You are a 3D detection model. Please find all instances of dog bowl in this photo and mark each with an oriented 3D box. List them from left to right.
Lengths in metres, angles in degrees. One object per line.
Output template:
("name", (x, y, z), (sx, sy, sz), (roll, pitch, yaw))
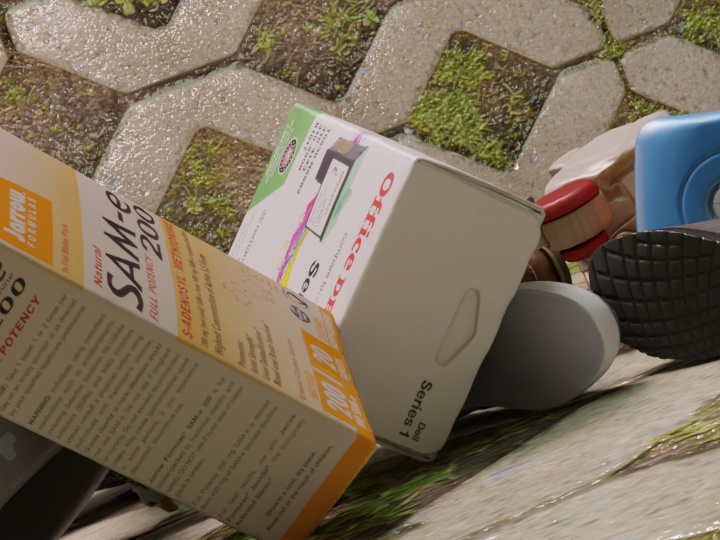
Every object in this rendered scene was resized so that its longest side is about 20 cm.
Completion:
("dog bowl", (-0.193, 0.117, 0.921), (0.200, 0.059, 0.200), (-50, -9, -10))

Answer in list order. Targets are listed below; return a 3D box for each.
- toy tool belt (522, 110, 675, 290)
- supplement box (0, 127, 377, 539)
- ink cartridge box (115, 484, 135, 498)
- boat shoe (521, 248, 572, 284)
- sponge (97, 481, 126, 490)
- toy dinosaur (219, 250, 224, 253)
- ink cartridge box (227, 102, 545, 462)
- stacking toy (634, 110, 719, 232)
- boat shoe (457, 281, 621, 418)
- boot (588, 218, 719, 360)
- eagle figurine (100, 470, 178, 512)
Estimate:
("toy tool belt", (0.177, -0.019, 1.179), (0.125, 0.123, 0.200), (-23, 9, 28))
("supplement box", (-0.099, 0.030, 0.831), (0.074, 0.200, 0.126), (-53, 25, 17))
("ink cartridge box", (-0.070, 0.107, 1.335), (0.198, 0.044, 0.200), (-23, 1, -28))
("boat shoe", (0.078, 0.037, 1.310), (0.068, 0.072, 0.200), (-23, -9, -31))
("sponge", (-0.217, 0.134, 1.348), (0.199, 0.030, 0.112), (-10, -28, -36))
("toy dinosaur", (-0.114, 0.026, 1.255), (0.105, 0.200, 0.182), (-30, -32, -17))
("ink cartridge box", (0.000, 0.000, 1.010), (0.084, 0.145, 0.200), (23, 4, -24))
("stacking toy", (0.240, -0.033, 1.114), (0.116, 0.110, 0.200), (-5, -4, 19))
("boat shoe", (0.082, 0.046, 1.016), (0.066, 0.070, 0.200), (-24, -4, -38))
("boot", (0.227, -0.005, 0.939), (0.200, 0.070, 0.131), (-4, 11, 45))
("eagle figurine", (-0.162, 0.110, 1.120), (0.199, 0.152, 0.152), (-10, 15, 17))
